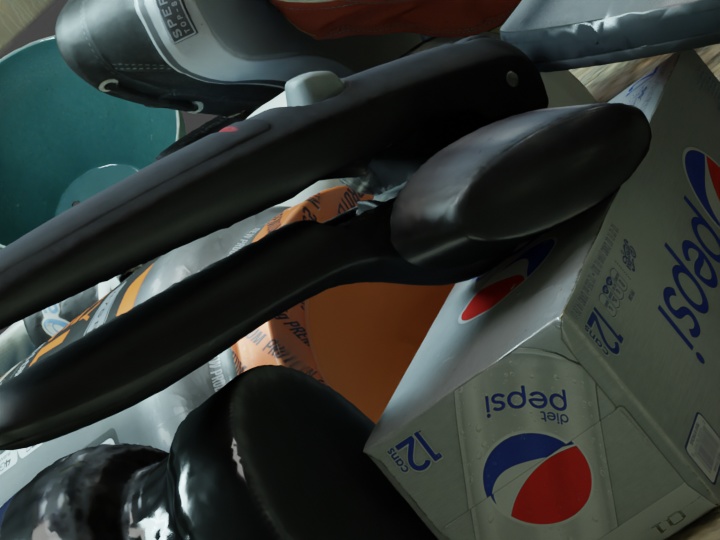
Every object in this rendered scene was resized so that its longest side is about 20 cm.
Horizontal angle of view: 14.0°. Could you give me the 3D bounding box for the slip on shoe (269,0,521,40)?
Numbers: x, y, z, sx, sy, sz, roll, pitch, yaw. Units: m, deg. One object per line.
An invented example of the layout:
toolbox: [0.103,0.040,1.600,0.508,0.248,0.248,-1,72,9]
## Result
slip on shoe: [0.059,-0.114,0.945,0.199,0.074,0.061,-9,-27,11]

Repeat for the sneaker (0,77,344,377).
sneaker: [-0.064,0.005,0.962,0.072,0.072,0.200,9,-39,-38]

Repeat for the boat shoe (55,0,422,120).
boat shoe: [-0.037,-0.084,1.021,0.056,0.069,0.200,-21,-11,23]

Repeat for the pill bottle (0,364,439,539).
pill bottle: [-0.072,0.115,0.742,0.200,0.112,0.112,-39,8,22]

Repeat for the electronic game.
electronic game: [0.136,-0.085,0.806,0.199,0.042,0.200,-14,7,2]

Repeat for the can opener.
can opener: [-0.021,-0.013,0.720,0.199,0.064,0.079,-20,-7,-33]

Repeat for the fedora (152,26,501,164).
fedora: [0.013,-0.049,1.239,0.200,0.092,0.201,-27,7,4]

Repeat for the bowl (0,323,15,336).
bowl: [-0.227,0.102,1.745,0.199,0.075,0.200,-39,9,22]

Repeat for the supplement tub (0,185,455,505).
supplement tub: [-0.045,0.060,0.869,0.200,0.123,0.123,-35,11,43]

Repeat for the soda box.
soda box: [0.067,0.012,0.785,0.068,0.064,0.200,-36,10,25]

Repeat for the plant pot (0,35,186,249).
plant pot: [-0.225,-0.074,2.394,0.200,0.200,0.135,-44,-28,-9]

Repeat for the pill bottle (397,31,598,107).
pill bottle: [0.000,0.000,1.033,0.106,0.106,0.200,-48,9,-36]
